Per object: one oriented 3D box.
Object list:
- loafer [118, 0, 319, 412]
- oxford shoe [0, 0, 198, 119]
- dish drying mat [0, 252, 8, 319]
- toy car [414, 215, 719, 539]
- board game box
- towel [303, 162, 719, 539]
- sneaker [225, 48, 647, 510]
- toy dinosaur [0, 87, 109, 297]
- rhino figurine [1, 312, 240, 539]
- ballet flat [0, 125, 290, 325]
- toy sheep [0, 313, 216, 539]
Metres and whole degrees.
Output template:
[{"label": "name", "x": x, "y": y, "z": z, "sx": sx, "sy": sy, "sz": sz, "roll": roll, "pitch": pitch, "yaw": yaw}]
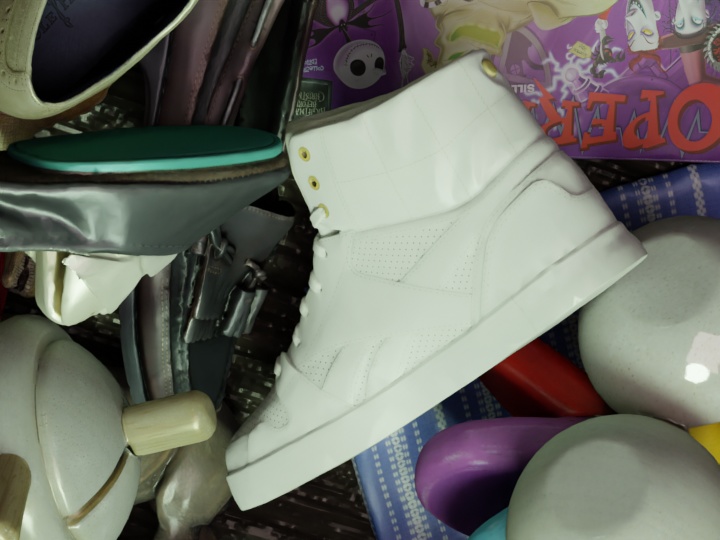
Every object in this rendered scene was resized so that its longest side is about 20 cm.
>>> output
[{"label": "loafer", "x": -0.050, "y": -0.037, "z": 0.779, "sx": 0.062, "sy": 0.072, "sz": 0.202, "roll": 8, "pitch": 102, "yaw": 16}, {"label": "oxford shoe", "x": -0.056, "y": -0.126, "z": 0.701, "sx": 0.071, "sy": 0.074, "sz": 0.201, "roll": 42, "pitch": 81, "yaw": -33}, {"label": "dish drying mat", "x": -0.192, "y": -0.040, "z": 0.732, "sx": 0.018, "sy": 0.077, "sz": 0.200, "roll": -8, "pitch": 152, "yaw": 32}, {"label": "toy car", "x": 0.095, "y": 0.079, "z": 0.802, "sx": 0.201, "sy": 0.149, "sz": 0.175, "roll": -68, "pitch": 150, "yaw": -23}, {"label": "board game box", "x": 0.062, "y": -0.106, "z": 0.821, "sx": 0.198, "sy": 0.032, "sz": 0.121, "roll": 1, "pitch": 114, "yaw": -11}, {"label": "towel", "x": 0.089, "y": 0.043, "z": 0.881, "sx": 0.198, "sy": 0.024, "sz": 0.146, "roll": -17, "pitch": 111, "yaw": -4}, {"label": "sneaker", "x": 0.000, "y": 0.000, "z": 0.766, "sx": 0.200, "sy": 0.074, "sz": 0.116, "roll": -37, "pitch": 86, "yaw": 32}, {"label": "toy dinosaur", "x": -0.128, "y": -0.096, "z": 0.745, "sx": 0.100, "sy": 0.058, "sz": 0.202, "roll": 8, "pitch": 99, "yaw": -31}, {"label": "rhino figurine", "x": -0.136, "y": 0.065, "z": 0.826, "sx": 0.199, "sy": 0.060, "sz": 0.088, "roll": 22, "pitch": 83, "yaw": -17}, {"label": "ballet flat", "x": -0.121, "y": -0.016, "z": 0.700, "sx": 0.198, "sy": 0.073, "sz": 0.074, "roll": 0, "pitch": 111, "yaw": -23}, {"label": "toy sheep", "x": -0.145, "y": 0.076, "z": 0.726, "sx": 0.198, "sy": 0.138, "sz": 0.139, "roll": -9, "pitch": 112, "yaw": 6}]
